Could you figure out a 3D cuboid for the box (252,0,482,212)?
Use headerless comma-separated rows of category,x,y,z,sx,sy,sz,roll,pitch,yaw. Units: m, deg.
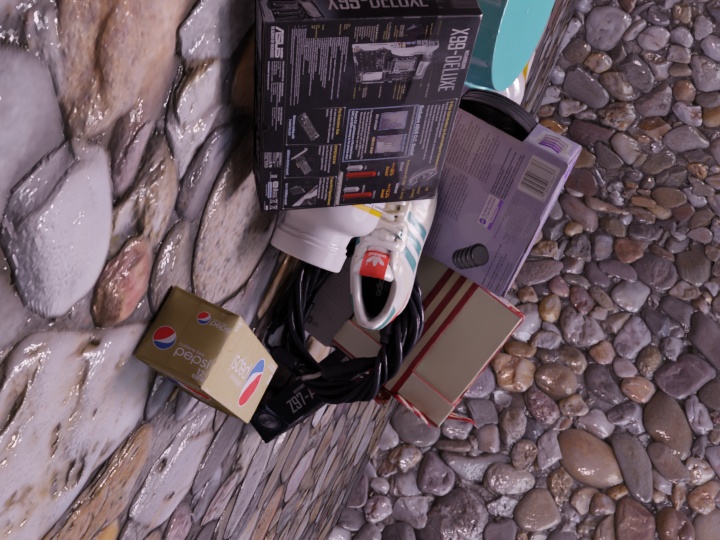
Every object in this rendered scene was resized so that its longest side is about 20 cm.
box,-0.004,-0.133,0.677,0.200,0.158,0.050,99,-18,-52

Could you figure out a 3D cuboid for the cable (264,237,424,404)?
cable,-0.010,0.050,0.968,0.200,0.163,0.051,-52,159,5

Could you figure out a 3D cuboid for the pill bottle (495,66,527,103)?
pill bottle,0.155,-0.252,1.070,0.104,0.104,0.200,103,3,-46

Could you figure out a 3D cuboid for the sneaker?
sneaker,0.031,-0.031,0.877,0.093,0.070,0.200,-52,154,-71

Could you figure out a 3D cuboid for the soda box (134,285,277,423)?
soda box,-0.130,0.081,0.769,0.068,0.064,0.200,-63,169,-15

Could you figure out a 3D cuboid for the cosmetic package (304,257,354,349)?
cosmetic package,0.000,0.000,1.080,0.200,0.071,0.101,-52,170,-1

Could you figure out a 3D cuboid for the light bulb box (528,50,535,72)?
light bulb box,0.175,-0.241,1.383,0.200,0.125,0.198,94,22,-63

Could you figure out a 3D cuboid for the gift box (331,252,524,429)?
gift box,0.092,0.088,1.047,0.187,0.200,0.185,-51,165,7

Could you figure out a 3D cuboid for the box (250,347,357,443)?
box,-0.052,0.158,1.175,0.160,0.044,0.200,-39,173,10

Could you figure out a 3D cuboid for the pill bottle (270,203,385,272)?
pill bottle,-0.015,-0.104,0.821,0.200,0.104,0.104,-66,169,4

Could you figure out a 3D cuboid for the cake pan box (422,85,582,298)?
cake pan box,0.112,-0.093,0.909,0.052,0.184,0.200,-48,161,-45

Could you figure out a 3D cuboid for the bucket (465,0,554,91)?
bucket,0.119,-0.294,0.907,0.207,0.135,0.207,-52,157,-32
